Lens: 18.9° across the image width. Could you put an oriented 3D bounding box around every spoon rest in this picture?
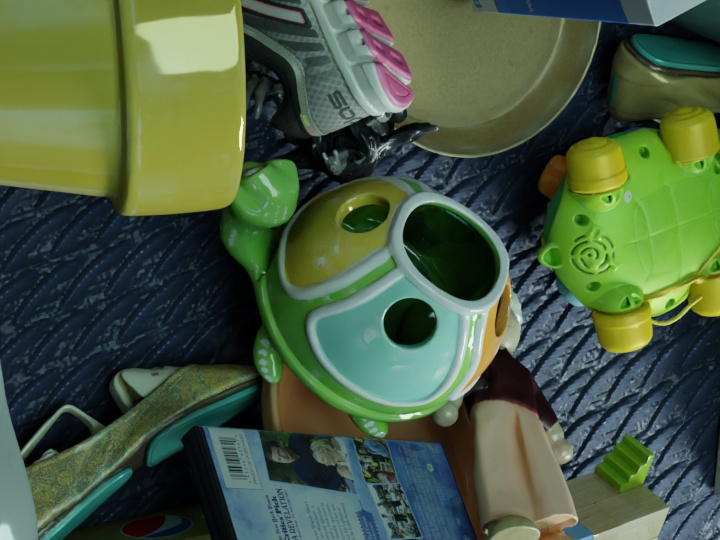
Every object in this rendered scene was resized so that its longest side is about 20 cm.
[{"bbox_3d":[-0.232,0.103,1.256,0.061,0.099,0.201,-11,99,-66],"label":"spoon rest"}]

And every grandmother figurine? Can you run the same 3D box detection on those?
[{"bbox_3d":[0.093,0.092,1.374,0.060,0.201,0.121,-28,141,24],"label":"grandmother figurine"}]

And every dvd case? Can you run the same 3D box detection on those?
[{"bbox_3d":[-0.005,0.160,1.261,0.200,0.018,0.143,8,51,-42],"label":"dvd case"}]

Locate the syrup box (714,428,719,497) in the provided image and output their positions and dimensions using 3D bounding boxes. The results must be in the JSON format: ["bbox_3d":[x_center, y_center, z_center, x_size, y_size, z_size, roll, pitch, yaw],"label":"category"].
[{"bbox_3d":[0.316,0.074,1.552,0.081,0.079,0.201,-1,98,-28],"label":"syrup box"}]

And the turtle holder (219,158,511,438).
[{"bbox_3d":[0.009,-0.002,1.293,0.141,0.132,0.186,-35,88,-38],"label":"turtle holder"}]

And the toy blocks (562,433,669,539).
[{"bbox_3d":[0.120,0.216,1.432,0.136,0.100,0.201,-12,131,-41],"label":"toy blocks"}]

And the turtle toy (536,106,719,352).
[{"bbox_3d":[0.198,-0.040,1.455,0.199,0.101,0.146,-19,109,-25],"label":"turtle toy"}]

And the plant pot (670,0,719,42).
[{"bbox_3d":[0.255,-0.227,1.424,0.134,0.200,0.201,-12,106,5],"label":"plant pot"}]

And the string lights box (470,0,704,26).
[{"bbox_3d":[0.150,-0.199,1.315,0.103,0.200,0.059,-28,110,-21],"label":"string lights box"}]

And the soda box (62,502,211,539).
[{"bbox_3d":[-0.096,0.185,1.351,0.199,0.064,0.068,-10,103,-28],"label":"soda box"}]

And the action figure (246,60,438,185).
[{"bbox_3d":[-0.029,-0.120,1.311,0.102,0.118,0.201,-42,118,-63],"label":"action figure"}]

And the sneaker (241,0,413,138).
[{"bbox_3d":[-0.052,-0.160,1.225,0.087,0.074,0.200,-31,83,17],"label":"sneaker"}]

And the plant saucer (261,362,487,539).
[{"bbox_3d":[0.013,0.114,1.366,0.200,0.037,0.201,26,48,-32],"label":"plant saucer"}]

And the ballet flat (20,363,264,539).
[{"bbox_3d":[-0.147,0.099,1.313,0.200,0.071,0.071,-36,113,-22],"label":"ballet flat"}]

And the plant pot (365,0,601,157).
[{"bbox_3d":[0.068,-0.174,1.405,0.199,0.027,0.201,-5,100,-28],"label":"plant pot"}]

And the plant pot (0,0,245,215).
[{"bbox_3d":[-0.172,-0.126,1.195,0.188,0.201,0.202,-4,101,-12],"label":"plant pot"}]

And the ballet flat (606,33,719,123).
[{"bbox_3d":[0.254,-0.128,1.505,0.199,0.069,0.063,1,125,-27],"label":"ballet flat"}]
